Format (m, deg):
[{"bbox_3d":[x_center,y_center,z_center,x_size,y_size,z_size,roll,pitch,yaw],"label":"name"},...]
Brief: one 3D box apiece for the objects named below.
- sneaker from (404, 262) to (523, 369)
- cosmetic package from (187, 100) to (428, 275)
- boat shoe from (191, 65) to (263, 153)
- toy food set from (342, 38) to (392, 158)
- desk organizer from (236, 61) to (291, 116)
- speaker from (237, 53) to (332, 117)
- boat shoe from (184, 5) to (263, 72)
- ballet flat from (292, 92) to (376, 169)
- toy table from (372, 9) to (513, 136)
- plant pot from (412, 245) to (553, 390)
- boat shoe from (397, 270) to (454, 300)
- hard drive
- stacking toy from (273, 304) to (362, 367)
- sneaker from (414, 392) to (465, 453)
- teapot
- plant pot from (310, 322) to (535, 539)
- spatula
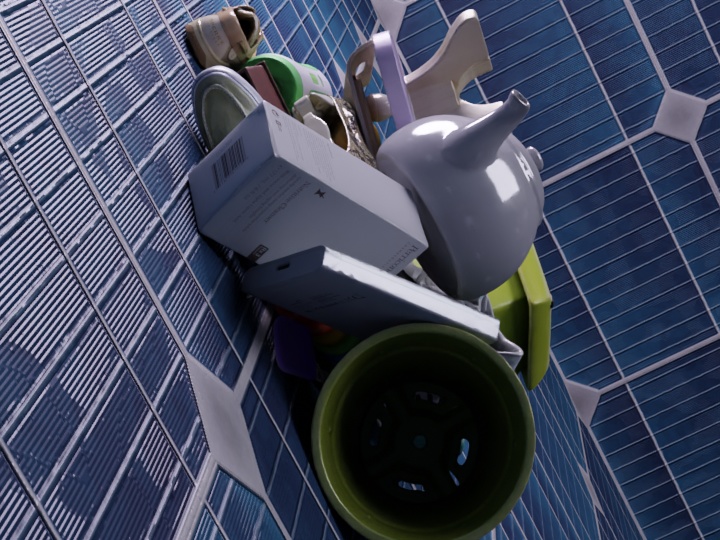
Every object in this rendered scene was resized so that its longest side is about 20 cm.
[{"bbox_3d":[0.093,0.036,1.780,0.200,0.089,0.075,45,40,2],"label":"sneaker"},{"bbox_3d":[-0.047,-0.054,1.527,0.199,0.113,0.082,28,31,-35],"label":"cosmetic package"},{"bbox_3d":[-0.106,-0.101,1.615,0.201,0.071,0.062,64,12,-11],"label":"boat shoe"},{"bbox_3d":[0.028,-0.136,1.839,0.144,0.060,0.202,105,-30,-78],"label":"toy food set"},{"bbox_3d":[-0.091,-0.105,1.696,0.201,0.071,0.077,64,13,-3],"label":"desk organizer"},{"bbox_3d":[-0.086,-0.198,1.899,0.089,0.088,0.200,64,10,2],"label":"speaker"},{"bbox_3d":[-0.136,-0.256,1.846,0.072,0.064,0.200,63,10,-5],"label":"boat shoe"},{"bbox_3d":[-0.035,-0.145,1.760,0.075,0.068,0.200,39,14,-32],"label":"ballet flat"},{"bbox_3d":[0.092,-0.178,1.780,0.201,0.116,0.185,67,9,-50],"label":"toy table"},{"bbox_3d":[0.121,0.038,1.961,0.200,0.179,0.201,84,-7,-51],"label":"plant pot"},{"bbox_3d":[0.073,0.056,1.656,0.200,0.065,0.073,37,17,-37],"label":"boat shoe"},{"bbox_3d":[0.009,0.032,1.512,0.199,0.131,0.027,22,68,-31],"label":"hard drive"},{"bbox_3d":[-0.024,0.048,1.656,0.200,0.085,0.086,42,24,-56],"label":"stacking toy"},{"bbox_3d":[0.076,0.141,1.788,0.200,0.074,0.088,89,1,-66],"label":"sneaker"},{"bbox_3d":[0.116,-0.076,1.662,0.199,0.145,0.200,65,-12,-18],"label":"teapot"},{"bbox_3d":[0.058,0.159,1.561,0.190,0.198,0.202,76,-11,-82],"label":"plant pot"},{"bbox_3d":[-0.040,0.095,1.602,0.200,0.020,0.057,49,30,-63],"label":"spatula"}]
